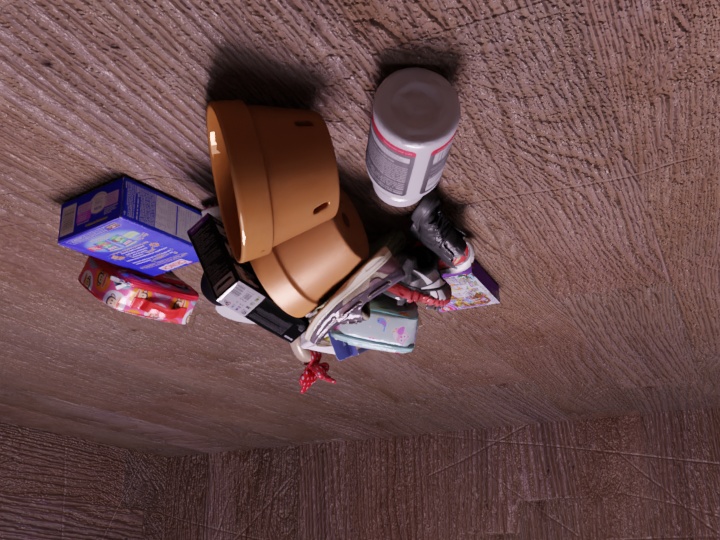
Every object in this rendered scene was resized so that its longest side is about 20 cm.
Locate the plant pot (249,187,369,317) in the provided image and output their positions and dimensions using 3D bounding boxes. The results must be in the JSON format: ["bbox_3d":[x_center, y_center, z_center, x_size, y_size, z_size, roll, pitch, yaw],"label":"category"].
[{"bbox_3d":[-0.077,-0.048,1.287,0.138,0.204,0.199,-26,152,18],"label":"plant pot"}]

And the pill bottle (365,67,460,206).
[{"bbox_3d":[0.062,-0.163,1.079,0.108,0.114,0.201,1,159,-4],"label":"pill bottle"}]

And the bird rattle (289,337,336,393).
[{"bbox_3d":[-0.116,0.154,1.807,0.111,0.203,0.164,-9,133,33],"label":"bird rattle"}]

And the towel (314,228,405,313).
[{"bbox_3d":[0.000,0.000,1.412,0.147,0.037,0.200,-30,-168,27],"label":"towel"}]

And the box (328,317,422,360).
[{"bbox_3d":[0.021,0.084,1.593,0.197,0.124,0.032,-21,179,-32],"label":"box"}]

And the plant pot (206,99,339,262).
[{"bbox_3d":[-0.111,-0.124,1.069,0.137,0.205,0.201,-12,163,-16],"label":"plant pot"}]

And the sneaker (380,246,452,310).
[{"bbox_3d":[0.111,0.012,1.432,0.070,0.100,0.199,25,-172,34],"label":"sneaker"}]

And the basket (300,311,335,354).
[{"bbox_3d":[-0.022,0.089,1.715,0.133,0.126,0.198,15,154,-34],"label":"basket"}]

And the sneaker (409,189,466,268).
[{"bbox_3d":[0.136,-0.064,1.357,0.103,0.061,0.200,34,167,8],"label":"sneaker"}]

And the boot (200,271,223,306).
[{"bbox_3d":[-0.195,0.017,1.471,0.197,0.070,0.188,18,-163,-37],"label":"boot"}]

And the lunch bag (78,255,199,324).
[{"bbox_3d":[-0.401,0.037,1.519,0.175,0.083,0.198,32,-172,39],"label":"lunch bag"}]

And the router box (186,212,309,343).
[{"bbox_3d":[-0.172,0.015,1.293,0.051,0.151,0.199,-38,143,10],"label":"router box"}]

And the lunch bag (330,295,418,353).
[{"bbox_3d":[0.022,0.086,1.457,0.156,0.079,0.200,8,-174,1],"label":"lunch bag"}]

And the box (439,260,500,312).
[{"bbox_3d":[0.193,0.031,1.685,0.134,0.040,0.200,-10,157,23],"label":"box"}]

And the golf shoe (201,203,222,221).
[{"bbox_3d":[-0.201,-0.043,1.415,0.074,0.094,0.199,-14,157,29],"label":"golf shoe"}]

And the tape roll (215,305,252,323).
[{"bbox_3d":[-0.196,0.047,1.677,0.197,0.073,0.203,0,160,0],"label":"tape roll"}]

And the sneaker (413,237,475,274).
[{"bbox_3d":[0.112,-0.022,1.517,0.197,0.079,0.084,-26,144,28],"label":"sneaker"}]

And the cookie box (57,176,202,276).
[{"bbox_3d":[-0.368,-0.066,1.371,0.168,0.077,0.198,-15,155,33],"label":"cookie box"}]

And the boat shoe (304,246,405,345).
[{"bbox_3d":[-0.010,0.052,1.285,0.200,0.065,0.072,-47,176,17],"label":"boat shoe"}]
